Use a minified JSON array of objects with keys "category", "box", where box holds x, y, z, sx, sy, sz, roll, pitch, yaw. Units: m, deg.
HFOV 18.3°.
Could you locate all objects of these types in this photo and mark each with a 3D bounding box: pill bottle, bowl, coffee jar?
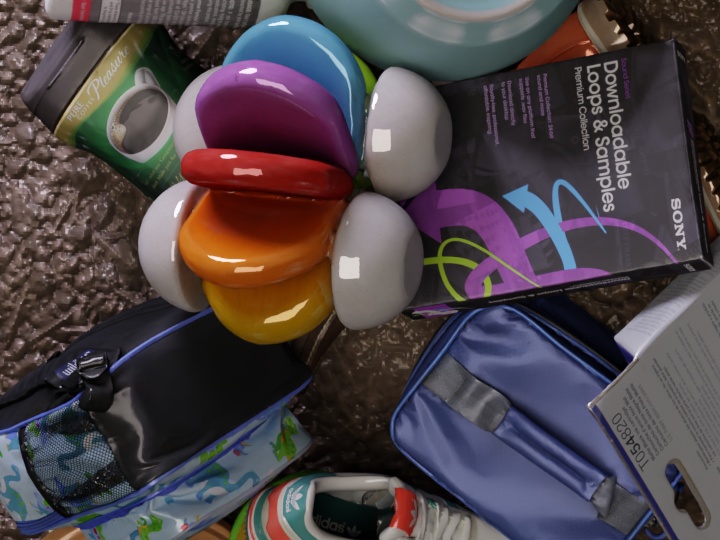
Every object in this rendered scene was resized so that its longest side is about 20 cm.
[{"category":"pill bottle","box":[-0.101,-0.212,1.435,0.199,0.111,0.111,2,104,-11]},{"category":"bowl","box":[0.059,-0.210,1.355,0.200,0.105,0.201,-1,100,-8]},{"category":"coffee jar","box":[-0.124,-0.094,1.499,0.200,0.085,0.104,38,103,0]}]

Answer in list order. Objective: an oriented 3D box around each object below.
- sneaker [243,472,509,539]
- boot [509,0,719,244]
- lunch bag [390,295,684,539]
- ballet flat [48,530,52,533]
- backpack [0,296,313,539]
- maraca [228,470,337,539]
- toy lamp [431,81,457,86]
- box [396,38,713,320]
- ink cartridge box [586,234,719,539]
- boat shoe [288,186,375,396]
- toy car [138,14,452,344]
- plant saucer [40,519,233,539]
[{"category":"sneaker","box":[0.030,0.174,1.453,0.199,0.093,0.071,15,68,-20]},{"category":"boot","box":[0.175,-0.073,1.457,0.107,0.075,0.200,-35,87,21]},{"category":"lunch bag","box":[0.124,0.107,1.473,0.200,0.132,0.136,36,107,2]},{"category":"ballet flat","box":[-0.198,0.209,1.595,0.072,0.072,0.201,-4,102,12]},{"category":"backpack","box":[-0.146,0.107,1.469,0.200,0.183,0.147,-20,100,46]},{"category":"maraca","box":[-0.006,0.228,1.540,0.137,0.107,0.200,-37,95,15]},{"category":"toy lamp","box":[0.079,-0.181,1.455,0.058,0.058,0.201,20,108,6]},{"category":"box","box":[0.113,-0.056,1.400,0.199,0.036,0.143,-10,77,17]},{"category":"ink cartridge box","box":[0.241,0.089,1.410,0.200,0.041,0.200,-42,116,-20]},{"category":"boat shoe","box":[-0.001,0.001,1.502,0.075,0.075,0.203,24,106,7]},{"category":"toy car","box":[-0.049,-0.064,1.349,0.175,0.150,0.200,4,63,21]},{"category":"plant saucer","box":[-0.155,0.257,1.568,0.200,0.037,0.201,-6,113,-15]}]
